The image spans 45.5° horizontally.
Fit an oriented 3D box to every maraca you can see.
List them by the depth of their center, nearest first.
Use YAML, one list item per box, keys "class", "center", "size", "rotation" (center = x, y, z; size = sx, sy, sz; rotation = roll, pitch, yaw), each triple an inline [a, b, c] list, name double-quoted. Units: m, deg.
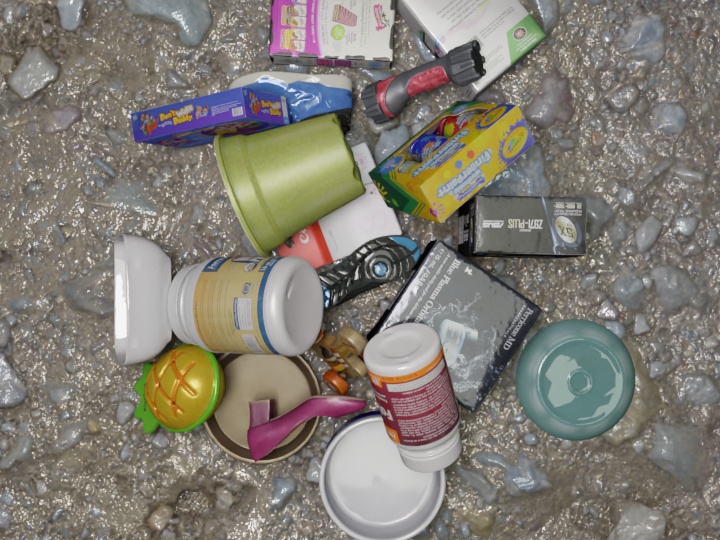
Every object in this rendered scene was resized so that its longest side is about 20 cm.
- class: "maraca"
  center: [-0.290, 0.187, 1.345]
  size: [0.199, 0.107, 0.138]
  rotation: [-19, 65, 35]

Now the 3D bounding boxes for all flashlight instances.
- class: "flashlight"
  center: [0.098, -0.289, 1.338]
  size: [0.199, 0.068, 0.068]
  rotation: [-13, 117, 33]

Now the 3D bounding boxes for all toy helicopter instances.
- class: "toy helicopter"
  center: [-0.035, 0.112, 1.318]
  size: [0.132, 0.200, 0.079]
  rotation: [44, 70, 1]

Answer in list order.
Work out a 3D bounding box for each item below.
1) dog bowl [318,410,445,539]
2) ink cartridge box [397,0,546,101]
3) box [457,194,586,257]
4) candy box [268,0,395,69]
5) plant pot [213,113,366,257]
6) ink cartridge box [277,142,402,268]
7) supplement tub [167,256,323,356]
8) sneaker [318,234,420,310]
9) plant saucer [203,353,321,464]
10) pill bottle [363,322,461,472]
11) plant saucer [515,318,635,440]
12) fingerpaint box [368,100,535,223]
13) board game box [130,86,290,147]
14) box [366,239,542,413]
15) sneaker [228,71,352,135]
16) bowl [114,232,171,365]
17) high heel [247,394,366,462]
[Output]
- class: "dog bowl"
  center: [0.034, 0.328, 1.375]
  size: [0.199, 0.079, 0.201]
  rotation: [0, 90, 0]
- class: "ink cartridge box"
  center: [0.174, -0.398, 1.375]
  size: [0.145, 0.084, 0.200]
  rotation: [-39, 91, 0]
- class: "box"
  center: [0.242, -0.063, 1.318]
  size: [0.163, 0.200, 0.087]
  rotation: [1, 90, -1]
- class: "candy box"
  center: [-0.044, -0.402, 1.386]
  size: [0.199, 0.061, 0.137]
  rotation: [3, 89, 0]
- class: "plant pot"
  center: [-0.097, -0.144, 1.302]
  size: [0.183, 0.200, 0.201]
  rotation: [-21, 90, 4]
- class: "ink cartridge box"
  center: [-0.052, -0.095, 1.392]
  size: [0.199, 0.057, 0.163]
  rotation: [-22, 90, -5]
- class: "supplement tub"
  center: [-0.170, 0.052, 1.275]
  size: [0.199, 0.144, 0.146]
  rotation: [0, 90, 26]
- class: "sneaker"
  center: [0.000, 0.000, 1.374]
  size: [0.199, 0.082, 0.074]
  rotation: [-24, 89, 2]
- class: "plant saucer"
  center: [-0.162, 0.213, 1.399]
  size: [0.199, 0.029, 0.201]
  rotation: [0, 90, -1]
- class: "pill bottle"
  center: [0.082, 0.188, 1.250]
  size: [0.114, 0.114, 0.201]
  rotation: [-17, 117, -1]
- class: "plant saucer"
  center: [0.355, 0.180, 1.400]
  size: [0.199, 0.036, 0.201]
  rotation: [0, 90, -1]
- class: "fingerpaint box"
  center: [0.135, -0.172, 1.308]
  size: [0.200, 0.167, 0.074]
  rotation: [-40, 117, -13]
- class: "board game box"
  center: [-0.228, -0.231, 1.312]
  size: [0.199, 0.134, 0.045]
  rotation: [-8, 91, 24]
- class: "box"
  center: [0.145, 0.085, 1.359]
  size: [0.200, 0.117, 0.197]
  rotation: [33, 90, -2]
- class: "sneaker"
  center: [-0.111, -0.253, 1.376]
  size: [0.199, 0.077, 0.112]
  rotation: [0, 80, -7]
- class: "bowl"
  center: [-0.337, 0.042, 1.323]
  size: [0.074, 0.200, 0.201]
  rotation: [-1, 90, -19]
- class: "high heel"
  center: [-0.083, 0.246, 1.345]
  size: [0.199, 0.067, 0.097]
  rotation: [-8, 81, 20]
